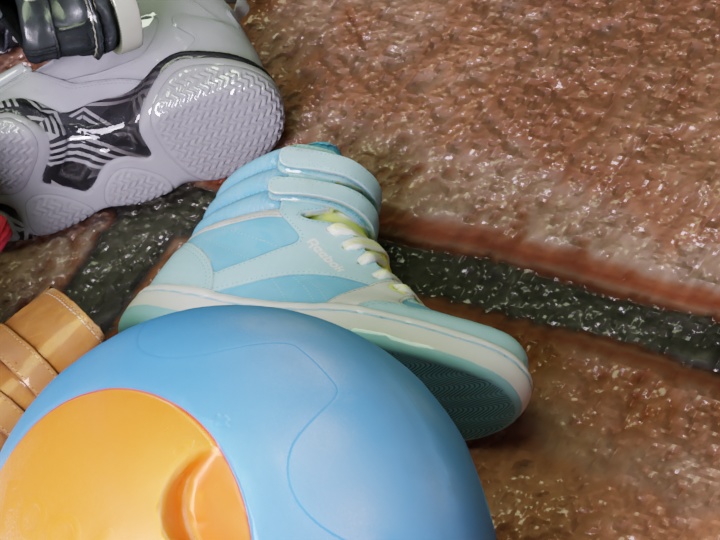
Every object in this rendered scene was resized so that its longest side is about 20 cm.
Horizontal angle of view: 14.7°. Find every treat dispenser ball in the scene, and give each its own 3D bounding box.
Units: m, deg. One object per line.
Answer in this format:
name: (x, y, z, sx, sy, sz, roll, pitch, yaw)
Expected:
treat dispenser ball: (-0.047, 0.114, 1.070, 0.200, 0.201, 0.201, -11, 46, 11)

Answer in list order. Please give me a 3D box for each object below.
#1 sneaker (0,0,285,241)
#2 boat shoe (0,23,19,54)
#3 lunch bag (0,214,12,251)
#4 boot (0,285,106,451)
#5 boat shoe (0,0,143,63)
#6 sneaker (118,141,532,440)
sneaker: (-0.139, -0.086, 1.383, 0.199, 0.075, 0.115, -14, 44, 2)
boat shoe: (-0.179, -0.151, 1.463, 0.200, 0.072, 0.068, -37, 45, -24)
lunch bag: (-0.264, 0.020, 1.243, 0.176, 0.082, 0.200, -23, 16, 27)
boot: (-0.162, 0.078, 1.136, 0.155, 0.077, 0.200, -37, 9, -4)
boat shoe: (-0.176, -0.151, 1.357, 0.066, 0.075, 0.199, -25, 44, -19)
sneaker: (0.000, 0.000, 1.244, 0.200, 0.080, 0.131, 10, 54, 27)
